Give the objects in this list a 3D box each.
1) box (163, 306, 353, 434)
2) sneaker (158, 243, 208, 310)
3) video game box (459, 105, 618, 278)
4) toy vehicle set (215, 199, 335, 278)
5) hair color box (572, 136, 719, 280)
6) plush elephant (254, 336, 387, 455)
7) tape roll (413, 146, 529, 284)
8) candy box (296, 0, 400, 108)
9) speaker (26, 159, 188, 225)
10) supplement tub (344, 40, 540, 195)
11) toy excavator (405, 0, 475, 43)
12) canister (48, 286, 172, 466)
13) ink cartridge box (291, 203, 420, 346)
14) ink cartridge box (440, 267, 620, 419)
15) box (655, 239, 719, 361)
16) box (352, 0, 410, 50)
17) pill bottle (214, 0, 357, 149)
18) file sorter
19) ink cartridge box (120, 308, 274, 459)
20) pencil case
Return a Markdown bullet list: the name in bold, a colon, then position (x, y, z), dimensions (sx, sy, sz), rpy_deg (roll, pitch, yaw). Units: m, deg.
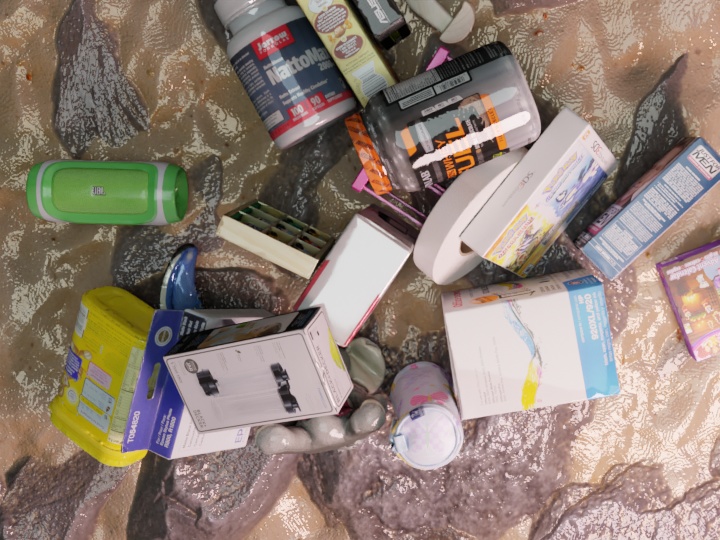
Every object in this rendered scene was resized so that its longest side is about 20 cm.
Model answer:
- **box**: position (-0.122, 0.122, 1.162), dimensions (0.200, 0.060, 0.117), rpy_deg (-13, 109, 25)
- **sneaker**: position (-0.228, 0.060, 1.328), dimensions (0.089, 0.079, 0.200), rpy_deg (2, 107, -3)
- **video game box**: position (0.228, -0.090, 1.208), dimensions (0.047, 0.182, 0.200), rpy_deg (43, 101, 27)
- **toy vehicle set**: position (-0.103, -0.044, 1.232), dimensions (0.124, 0.200, 0.027), rpy_deg (26, 101, 0)
- **hair color box**: position (0.367, -0.081, 1.238), dimensions (0.200, 0.100, 0.061), rpy_deg (-44, 91, 9)
- **plush elephant**: position (-0.048, 0.157, 1.287), dimensions (0.165, 0.200, 0.155), rpy_deg (-15, 74, 7)
- **tape roll**: position (0.147, -0.069, 1.210), dimensions (0.037, 0.203, 0.203), rpy_deg (42, 100, 21)
- **candy box**: position (-0.019, -0.296, 1.211), dimensions (0.055, 0.115, 0.200), rpy_deg (-30, 107, 10)
- **speaker**: position (-0.338, -0.105, 1.302), dimensions (0.200, 0.088, 0.089), rpy_deg (2, 98, 4)
- **supplement tub**: position (0.091, -0.167, 1.098), dimensions (0.200, 0.123, 0.123), rpy_deg (-23, 96, 5)
- **toy excavator**: position (0.064, -0.404, 1.230), dimensions (0.194, 0.100, 0.200), rpy_deg (13, 112, 4)
- **canister**: position (-0.329, 0.139, 1.298), dimensions (0.148, 0.087, 0.200), rpy_deg (31, 116, 22)
- **ink cartridge box**: position (0.000, 0.000, 1.230), dimensions (0.086, 0.200, 0.148), rpy_deg (33, 99, 0)
- **ink cartridge box**: position (0.213, 0.091, 1.252), dimensions (0.200, 0.147, 0.145), rpy_deg (-11, 97, 5)
- **box**: position (0.508, 0.020, 1.271), dimensions (0.200, 0.039, 0.137), rpy_deg (-22, 96, 7)
- **box**: position (-0.008, -0.367, 1.178), dimensions (0.047, 0.200, 0.193), rpy_deg (-34, 95, 9)
- **pill bottle**: position (-0.101, -0.268, 1.240), dimensions (0.120, 0.120, 0.200), rpy_deg (-28, 95, 8)
- **file sorter**: position (0.098, -0.161, 1.230), dimensions (0.125, 0.139, 0.200), rpy_deg (33, 99, -2)
- **ink cartridge box**: position (-0.206, 0.148, 1.276), dimensions (0.041, 0.200, 0.200), rpy_deg (22, 102, 36)
- **pencil case**: position (0.082, 0.183, 1.250), dimensions (0.091, 0.200, 0.083), rpy_deg (-27, 100, 8)
